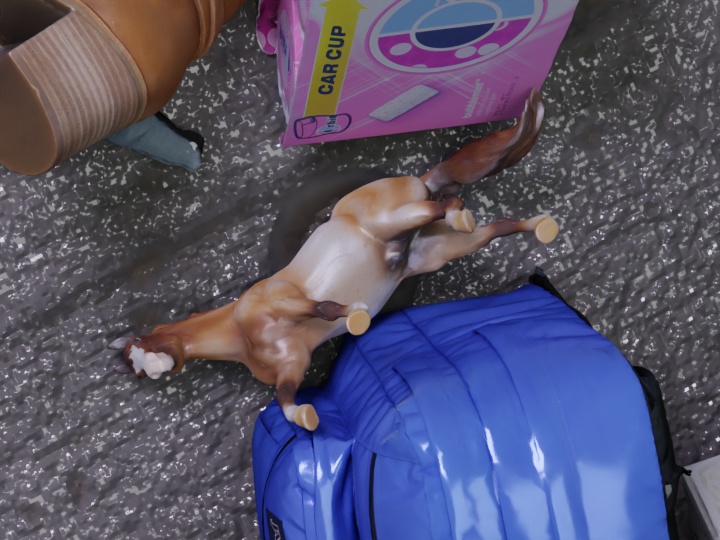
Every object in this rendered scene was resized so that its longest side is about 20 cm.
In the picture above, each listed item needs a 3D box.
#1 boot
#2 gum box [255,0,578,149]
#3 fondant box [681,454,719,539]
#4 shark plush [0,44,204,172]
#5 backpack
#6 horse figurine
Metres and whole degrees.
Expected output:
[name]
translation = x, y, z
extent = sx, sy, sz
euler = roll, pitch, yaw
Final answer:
[boot]
translation = -0.120, -0.154, 0.756
extent = 0.201, 0.076, 0.155
euler = 60, 41, -16
[gum box]
translation = 0.025, -0.124, 0.774
extent = 0.112, 0.200, 0.067
euler = -8, 67, -12
[fondant box]
translation = 0.232, 0.151, 0.866
extent = 0.143, 0.058, 0.201
euler = -19, 129, 0
[shark plush]
translation = -0.166, -0.074, 0.817
extent = 0.198, 0.091, 0.084
euler = 4, 117, -34
[backpack]
translation = 0.047, 0.107, 0.798
extent = 0.166, 0.200, 0.164
euler = -17, 101, -10
[horse figurine]
translation = 0.000, 0.000, 0.826
extent = 0.200, 0.132, 0.050
euler = -40, 111, -17
